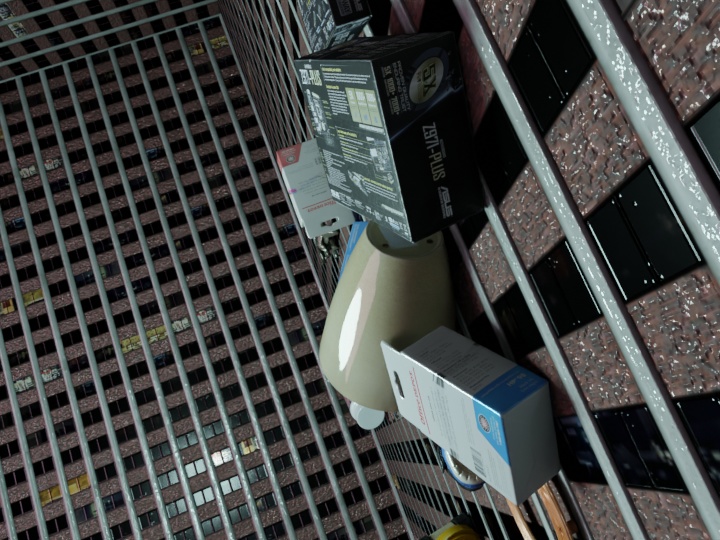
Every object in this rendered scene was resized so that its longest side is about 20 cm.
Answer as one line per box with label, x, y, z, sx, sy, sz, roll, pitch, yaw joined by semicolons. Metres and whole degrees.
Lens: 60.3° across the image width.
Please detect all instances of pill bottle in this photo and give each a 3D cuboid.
pill bottle;0.009;0.435;2.080;0.200;0.112;0.116;-126;18;-65

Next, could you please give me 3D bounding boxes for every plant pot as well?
plant pot;0.042;0.036;0.772;0.188;0.184;0.203;-118;25;-45

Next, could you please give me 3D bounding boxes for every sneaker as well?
sneaker;0.127;0.203;0.860;0.112;0.075;0.203;76;175;-59

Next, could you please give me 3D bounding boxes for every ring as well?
ring;0.203;0.272;0.716;0.200;0.019;0.204;160;91;-83

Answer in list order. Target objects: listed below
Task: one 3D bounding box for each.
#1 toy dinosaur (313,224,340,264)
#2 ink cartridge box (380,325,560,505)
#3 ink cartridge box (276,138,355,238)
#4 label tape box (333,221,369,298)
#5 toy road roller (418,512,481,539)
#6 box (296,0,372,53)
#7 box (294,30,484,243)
toy dinosaur;-0.099;-0.084;1.725;0.103;0.076;0.200;61;173;13
ink cartridge box;0.111;0.138;0.663;0.199;0.066;0.118;27;138;54
ink cartridge box;-0.095;-0.172;1.338;0.068;0.114;0.203;122;128;-79
label tape box;0.000;0.000;1.051;0.201;0.065;0.146;84;-161;-66
toy road roller;0.194;0.573;1.149;0.146;0.121;0.204;6;115;68
box;-0.050;-0.371;0.796;0.200;0.049;0.161;-152;44;-78
box;0.023;-0.140;0.620;0.200;0.085;0.166;35;145;60
